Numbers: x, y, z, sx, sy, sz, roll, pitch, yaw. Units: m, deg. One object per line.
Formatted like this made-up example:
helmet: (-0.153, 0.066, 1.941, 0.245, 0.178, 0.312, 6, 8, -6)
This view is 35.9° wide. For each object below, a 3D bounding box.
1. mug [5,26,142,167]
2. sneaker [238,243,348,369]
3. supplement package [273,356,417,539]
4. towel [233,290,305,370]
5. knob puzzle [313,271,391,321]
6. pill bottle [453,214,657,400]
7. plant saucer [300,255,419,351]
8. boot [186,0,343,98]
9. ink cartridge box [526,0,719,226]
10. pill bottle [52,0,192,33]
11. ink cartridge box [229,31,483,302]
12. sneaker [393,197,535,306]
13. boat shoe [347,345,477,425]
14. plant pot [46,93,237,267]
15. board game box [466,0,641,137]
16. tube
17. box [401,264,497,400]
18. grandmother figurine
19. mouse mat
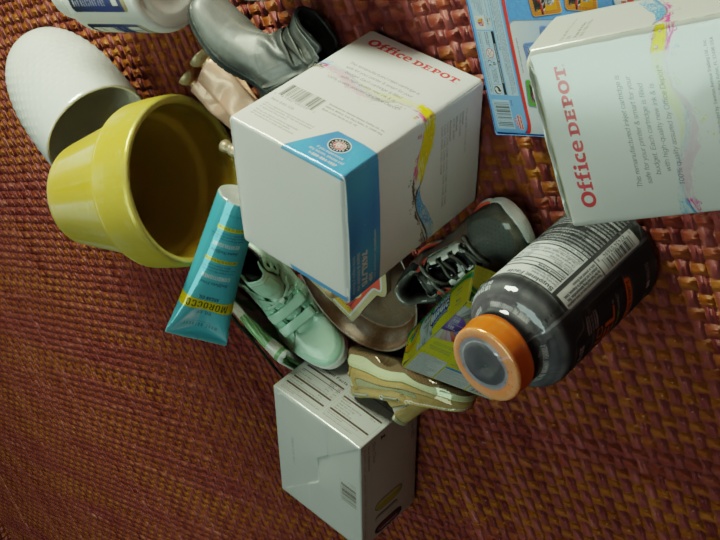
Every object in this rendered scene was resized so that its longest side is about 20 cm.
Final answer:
mug: (-0.381, -0.224, 1.490, 0.176, 0.147, 0.200, 48, 176, 28)
sneaker: (-0.099, 0.044, 1.371, 0.201, 0.074, 0.118, 50, -171, 10)
supplement package: (-0.017, 0.227, 1.440, 0.155, 0.110, 0.202, 31, 140, 31)
towel: (-0.151, 0.049, 1.463, 0.200, 0.023, 0.153, 49, 180, 12)
knob puzzle: (-0.044, -0.040, 1.235, 0.218, 0.030, 0.222, 32, 145, 25)
pill bottle: (0.167, 0.030, 0.973, 0.105, 0.199, 0.107, 30, 140, 30)
plant saucer: (0.000, 0.000, 1.296, 0.199, 0.034, 0.203, 32, 141, 30)
boot: (-0.088, -0.244, 1.177, 0.200, 0.070, 0.131, 44, 145, -6)
ink cartridge box: (0.238, -0.123, 0.812, 0.197, 0.088, 0.147, -6, 116, 29)
pill bottle: (-0.278, -0.333, 1.282, 0.198, 0.111, 0.113, 13, 128, 44)
ink cartridge box: (0.001, -0.105, 1.060, 0.146, 0.199, 0.148, 30, 140, 31)
sneaker: (0.101, -0.004, 1.128, 0.078, 0.082, 0.200, 53, 146, 1)
boat shoe: (0.059, 0.144, 1.299, 0.199, 0.071, 0.078, 14, 100, 52)
plant pot: (-0.277, -0.103, 1.368, 0.186, 0.201, 0.203, -3, 117, 37)
board game box: (0.182, -0.184, 0.919, 0.198, 0.036, 0.153, 12, 127, 46)
tube: (-0.169, -0.002, 1.309, 0.076, 0.051, 0.202, 16, 117, -9)
box: (0.131, 0.062, 1.126, 0.116, 0.049, 0.200, 21, 150, -12)
grandmother figurine: (-0.121, -0.168, 1.282, 0.201, 0.060, 0.121, 50, 145, 3)
mouse mat: (-0.178, 0.054, 1.485, 0.201, 0.008, 0.161, 55, 172, -30)
